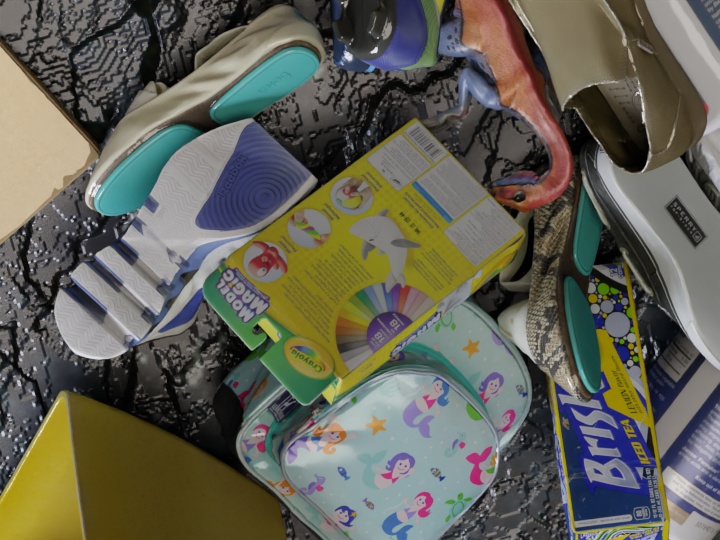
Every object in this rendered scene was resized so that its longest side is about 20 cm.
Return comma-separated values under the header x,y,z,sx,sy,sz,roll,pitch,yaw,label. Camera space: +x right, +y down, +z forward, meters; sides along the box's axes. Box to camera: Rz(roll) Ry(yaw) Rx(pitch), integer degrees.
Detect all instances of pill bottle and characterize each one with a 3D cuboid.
x,y,z,sx,sy,sz,roll,pitch,yaw,label
0.264,0.094,1.626,0.111,0.111,0.200,34,99,-17,pill bottle
0.194,-0.198,1.519,0.119,0.120,0.200,-36,109,3,pill bottle

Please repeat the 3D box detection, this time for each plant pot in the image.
x,y,z,sx,sy,sz,roll,pitch,yaw,label
-0.151,0.231,1.545,0.175,0.201,0.200,12,130,-27,plant pot

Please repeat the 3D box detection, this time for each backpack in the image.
x,y,z,sx,sy,sz,roll,pitch,yaw,label
0.019,0.097,1.572,0.200,0.151,0.178,-44,119,-3,backpack

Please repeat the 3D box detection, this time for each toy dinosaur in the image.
x,y,z,sx,sy,sz,roll,pitch,yaw,label
0.083,-0.135,1.502,0.105,0.200,0.182,-32,65,-9,toy dinosaur

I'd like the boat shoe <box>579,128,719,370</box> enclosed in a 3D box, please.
x,y,z,sx,sy,sz,roll,pitch,yaw,label
0.221,-0.013,1.553,0.071,0.064,0.201,-34,98,-21,boat shoe

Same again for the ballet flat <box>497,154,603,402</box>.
x,y,z,sx,sy,sz,roll,pitch,yaw,label
0.131,0.009,1.553,0.075,0.201,0.068,-12,143,24,ballet flat

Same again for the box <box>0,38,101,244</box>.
x,y,z,sx,sy,sz,roll,pitch,yaw,label
-0.301,-0.100,1.520,0.163,0.021,0.200,-40,109,5,box

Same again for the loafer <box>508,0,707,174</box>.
x,y,z,sx,sy,sz,roll,pitch,yaw,label
0.153,-0.145,1.452,0.200,0.068,0.076,49,138,-15,loafer

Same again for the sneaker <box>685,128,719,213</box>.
x,y,z,sx,sy,sz,roll,pitch,yaw,label
0.309,-0.043,1.554,0.099,0.078,0.200,-39,82,-7,sneaker

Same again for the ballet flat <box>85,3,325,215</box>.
x,y,z,sx,sy,sz,roll,pitch,yaw,label
-0.111,-0.114,1.525,0.199,0.070,0.070,-34,110,12,ballet flat

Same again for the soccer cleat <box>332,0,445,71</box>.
x,y,z,sx,sy,sz,roll,pitch,yaw,label
0.027,-0.226,1.444,0.083,0.064,0.202,12,80,-44,soccer cleat

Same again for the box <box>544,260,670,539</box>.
x,y,z,sx,sy,sz,roll,pitch,yaw,label
0.168,0.099,1.568,0.070,0.201,0.064,-7,152,2,box

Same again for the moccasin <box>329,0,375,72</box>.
x,y,z,sx,sy,sz,roll,pitch,yaw,label
-0.014,-0.234,1.495,0.068,0.080,0.201,2,87,-19,moccasin

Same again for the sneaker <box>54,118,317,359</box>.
x,y,z,sx,sy,sz,roll,pitch,yaw,label
-0.123,-0.016,1.532,0.199,0.115,0.081,-43,85,-4,sneaker

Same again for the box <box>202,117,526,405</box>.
x,y,z,sx,sy,sz,roll,pitch,yaw,label
0.000,0.000,1.489,0.200,0.048,0.117,-36,74,-25,box
